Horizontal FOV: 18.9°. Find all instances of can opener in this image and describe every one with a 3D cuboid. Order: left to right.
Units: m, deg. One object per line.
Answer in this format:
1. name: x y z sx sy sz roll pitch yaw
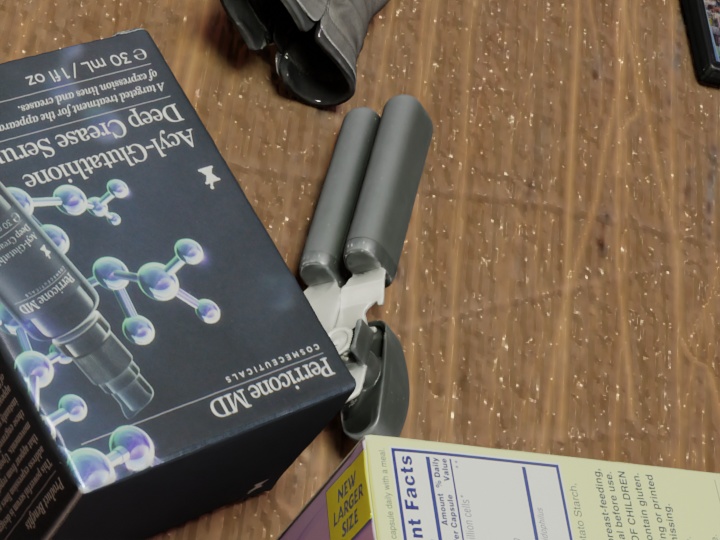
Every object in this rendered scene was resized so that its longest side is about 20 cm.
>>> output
1. can opener: 0.000 0.000 1.074 0.067 0.052 0.201 49 40 -40

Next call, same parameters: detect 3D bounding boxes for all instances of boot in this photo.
1. boot: -0.046 -0.193 1.119 0.200 0.070 0.132 47 44 -24

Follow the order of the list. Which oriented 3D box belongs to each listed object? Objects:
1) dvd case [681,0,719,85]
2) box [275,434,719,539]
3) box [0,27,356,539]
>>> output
1. dvd case: 0.285 -0.159 1.352 0.199 0.018 0.144 10 55 -24
2. box: 0.060 0.160 0.904 0.199 0.176 0.097 9 55 -24
3. box: -0.125 0.014 0.948 0.148 0.107 0.201 -20 71 -37
